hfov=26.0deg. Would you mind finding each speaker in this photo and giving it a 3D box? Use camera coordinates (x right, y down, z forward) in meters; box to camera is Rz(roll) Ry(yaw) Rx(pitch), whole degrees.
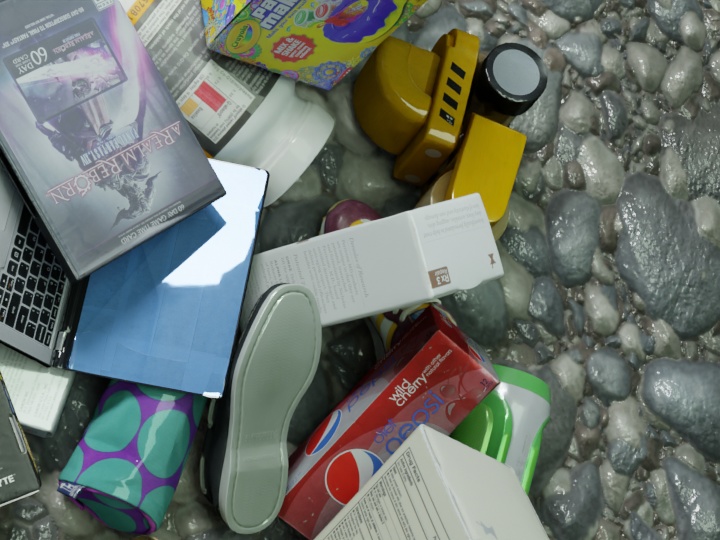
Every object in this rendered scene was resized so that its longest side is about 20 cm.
[{"bbox_3d":[0.100,0.184,1.312,0.088,0.088,0.201,24,71,-21],"label":"speaker"}]

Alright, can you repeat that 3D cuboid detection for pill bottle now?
[{"bbox_3d":[-0.125,-0.149,1.242,0.200,0.116,0.117,40,66,-14],"label":"pill bottle"}]

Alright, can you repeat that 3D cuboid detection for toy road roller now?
[{"bbox_3d":[0.060,-0.111,1.330,0.145,0.123,0.201,19,68,-9],"label":"toy road roller"}]

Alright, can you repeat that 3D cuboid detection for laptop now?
[{"bbox_3d":[-0.182,-0.027,1.133,0.200,0.115,0.188,38,56,-52],"label":"laptop"}]

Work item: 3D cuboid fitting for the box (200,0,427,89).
[{"bbox_3d":[-0.025,-0.280,1.173,0.122,0.200,0.194,15,54,-36],"label":"box"}]

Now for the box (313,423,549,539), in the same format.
[{"bbox_3d":[0.039,0.240,1.184,0.109,0.128,0.200,28,114,-34],"label":"box"}]

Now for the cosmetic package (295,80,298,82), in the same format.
[{"bbox_3d":[-0.112,-0.238,1.284,0.200,0.082,0.051,40,67,-16],"label":"cosmetic package"}]

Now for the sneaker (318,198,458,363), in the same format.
[{"bbox_3d":[0.037,0.028,1.305,0.075,0.090,0.201,-28,95,-28],"label":"sneaker"}]

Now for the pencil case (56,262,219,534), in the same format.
[{"bbox_3d":[-0.163,0.095,1.199,0.092,0.085,0.201,13,69,22],"label":"pencil case"}]

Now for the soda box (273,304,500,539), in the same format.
[{"bbox_3d":[0.016,0.127,1.240,0.070,0.063,0.200,40,100,-14],"label":"soda box"}]

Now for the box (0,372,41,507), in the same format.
[{"bbox_3d":[-0.344,0.116,1.100,0.199,0.049,0.160,-21,90,-13],"label":"box"}]

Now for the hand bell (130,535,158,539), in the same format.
[{"bbox_3d":[-0.102,0.286,1.211,0.199,0.104,0.105,28,69,-33],"label":"hand bell"}]

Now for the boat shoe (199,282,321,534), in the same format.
[{"bbox_3d":[-0.084,0.100,1.199,0.075,0.060,0.201,9,102,-37],"label":"boat shoe"}]

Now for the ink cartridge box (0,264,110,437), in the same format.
[{"bbox_3d":[-0.299,0.018,1.176,0.199,0.057,0.163,19,73,-7],"label":"ink cartridge box"}]

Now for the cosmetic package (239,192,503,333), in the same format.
[{"bbox_3d":[0.000,0.000,1.219,0.101,0.199,0.074,-16,89,-52],"label":"cosmetic package"}]

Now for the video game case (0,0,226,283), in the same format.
[{"bbox_3d":[-0.200,-0.111,1.126,0.143,0.019,0.201,-33,96,-34],"label":"video game case"}]
